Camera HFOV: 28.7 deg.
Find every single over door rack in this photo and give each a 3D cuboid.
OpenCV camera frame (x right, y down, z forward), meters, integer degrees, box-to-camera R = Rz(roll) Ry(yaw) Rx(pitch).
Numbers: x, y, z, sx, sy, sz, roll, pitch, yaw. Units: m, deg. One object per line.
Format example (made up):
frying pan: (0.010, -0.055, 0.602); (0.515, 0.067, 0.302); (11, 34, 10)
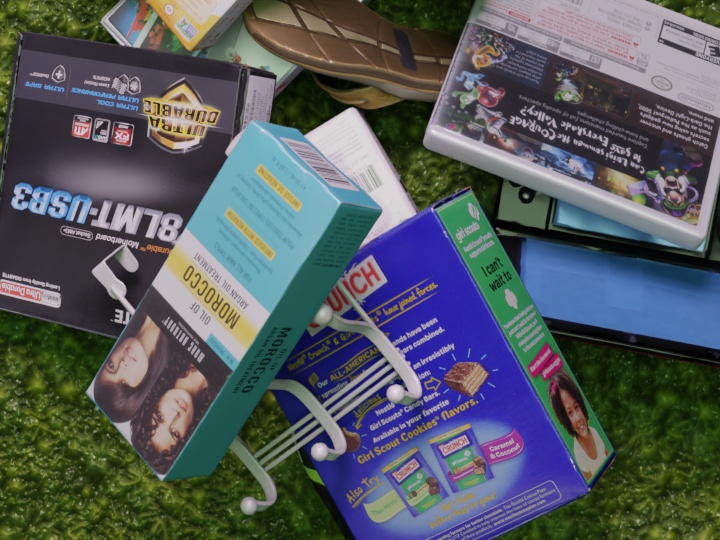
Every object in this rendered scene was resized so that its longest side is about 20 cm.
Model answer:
over door rack: (-0.074, 0.036, 0.881); (0.147, 0.066, 0.201); (-37, 83, 25)

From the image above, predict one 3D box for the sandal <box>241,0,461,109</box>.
sandal: (0.006, -0.145, 0.993); (0.197, 0.081, 0.054); (13, 135, -23)

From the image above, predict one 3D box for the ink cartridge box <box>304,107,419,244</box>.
ink cartridge box: (0.000, 0.000, 1.010); (0.115, 0.068, 0.202); (-30, 90, 6)

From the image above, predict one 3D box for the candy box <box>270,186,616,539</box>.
candy box: (0.042, 0.077, 0.917); (0.168, 0.077, 0.202); (-29, 91, 26)

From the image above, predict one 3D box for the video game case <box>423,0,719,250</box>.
video game case: (0.161, -0.124, 0.978); (0.197, 0.023, 0.184); (21, 59, 1)

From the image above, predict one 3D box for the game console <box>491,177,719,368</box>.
game console: (0.194, -0.035, 0.977); (0.197, 0.119, 0.175); (10, 93, 1)

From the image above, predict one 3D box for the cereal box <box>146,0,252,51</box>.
cereal box: (-0.087, -0.264, 0.914); (0.200, 0.039, 0.144); (-43, 86, 25)

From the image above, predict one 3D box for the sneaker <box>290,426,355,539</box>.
sneaker: (0.018, 0.175, 1.008); (0.071, 0.083, 0.201); (-33, 90, 2)

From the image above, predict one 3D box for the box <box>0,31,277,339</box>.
box: (-0.165, -0.055, 0.989); (0.197, 0.050, 0.202); (13, 95, 25)

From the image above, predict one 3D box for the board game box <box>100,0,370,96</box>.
board game box: (-0.075, -0.204, 1.024); (0.200, 0.035, 0.126); (-44, 89, 3)

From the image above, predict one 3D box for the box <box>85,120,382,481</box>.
box: (-0.077, 0.019, 0.822); (0.082, 0.049, 0.201); (42, 109, 26)
